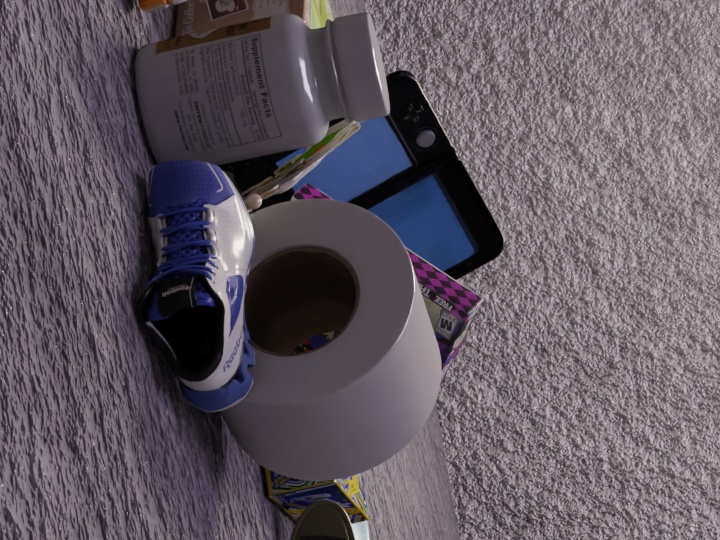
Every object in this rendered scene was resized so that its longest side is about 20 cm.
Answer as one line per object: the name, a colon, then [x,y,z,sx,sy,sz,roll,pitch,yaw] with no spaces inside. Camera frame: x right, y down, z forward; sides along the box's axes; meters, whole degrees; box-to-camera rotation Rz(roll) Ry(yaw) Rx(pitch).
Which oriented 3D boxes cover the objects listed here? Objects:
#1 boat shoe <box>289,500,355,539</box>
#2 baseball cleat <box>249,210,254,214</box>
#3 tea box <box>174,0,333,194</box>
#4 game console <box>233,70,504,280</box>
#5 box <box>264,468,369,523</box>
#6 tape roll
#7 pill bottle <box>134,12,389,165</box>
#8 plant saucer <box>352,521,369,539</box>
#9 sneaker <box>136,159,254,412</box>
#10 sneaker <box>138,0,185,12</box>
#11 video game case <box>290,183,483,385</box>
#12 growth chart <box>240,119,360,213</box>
boat shoe: [-0.033,0.324,1.680,0.068,0.075,0.200,76,11,-81]
baseball cleat: [-0.072,-0.114,1.882,0.200,0.106,0.070,-89,171,-53]
tea box: [-0.095,-0.209,1.732,0.200,0.133,0.197,-92,168,-50]
game console: [0.008,-0.061,1.660,0.176,0.200,0.116,58,4,-40]
box: [-0.044,0.210,1.742,0.200,0.070,0.064,62,16,-69]
tape roll: [-0.039,0.059,1.472,0.139,0.202,0.203,68,12,-54]
pill bottle: [-0.081,-0.155,1.470,0.114,0.200,0.115,-11,90,-84]
plant saucer: [-0.026,0.265,1.938,0.201,0.039,0.201,-11,90,-84]
sneaker: [-0.126,0.003,1.343,0.115,0.080,0.200,61,21,-76]
sneaker: [-0.168,-0.300,1.534,0.200,0.078,0.077,-92,159,-61]
video game case: [-0.003,0.041,1.621,0.036,0.200,0.181,-42,162,-47]
growth chart: [-0.070,-0.085,1.532,0.200,0.145,0.018,-41,101,-39]
